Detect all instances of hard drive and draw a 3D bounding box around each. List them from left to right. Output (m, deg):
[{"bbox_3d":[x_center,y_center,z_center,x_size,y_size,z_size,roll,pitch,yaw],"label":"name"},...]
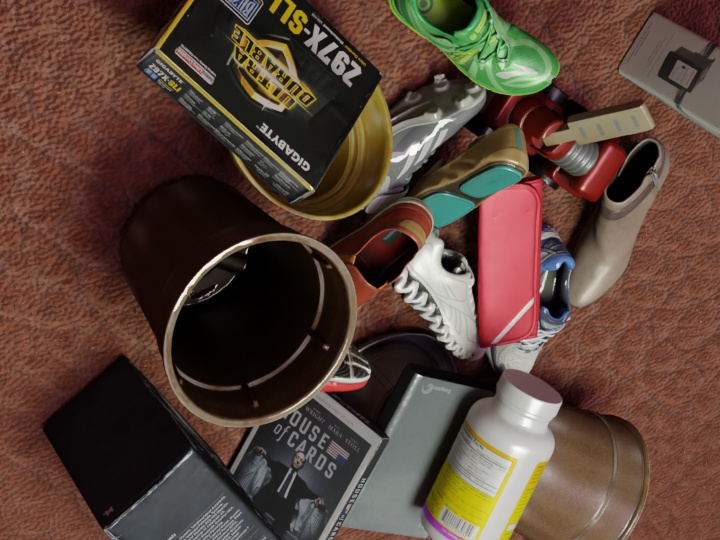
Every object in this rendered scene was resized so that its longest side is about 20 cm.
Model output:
[{"bbox_3d":[0.064,0.205,1.713,0.138,0.033,0.202,15,109,-38],"label":"hard drive"}]

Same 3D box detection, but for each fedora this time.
[{"bbox_3d":[0.053,0.170,1.767,0.176,0.090,0.201,-33,128,-10],"label":"fedora"}]

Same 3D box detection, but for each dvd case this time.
[{"bbox_3d":[-0.071,0.229,1.695,0.025,0.150,0.202,7,115,-60],"label":"dvd case"}]

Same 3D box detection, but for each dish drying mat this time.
[{"bbox_3d":[0.168,-0.007,1.704,0.076,0.018,0.202,-8,118,-12],"label":"dish drying mat"}]

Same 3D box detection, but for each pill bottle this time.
[{"bbox_3d":[0.149,0.214,1.681,0.103,0.104,0.202,13,111,-34],"label":"pill bottle"}]

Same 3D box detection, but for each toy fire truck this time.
[{"bbox_3d":[0.235,-0.144,1.631,0.175,0.200,0.129,30,100,-38],"label":"toy fire truck"}]

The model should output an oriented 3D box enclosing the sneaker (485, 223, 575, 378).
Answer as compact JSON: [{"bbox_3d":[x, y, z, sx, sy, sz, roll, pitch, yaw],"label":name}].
[{"bbox_3d":[0.204,0.052,1.795,0.076,0.085,0.202,-4,118,-28],"label":"sneaker"}]

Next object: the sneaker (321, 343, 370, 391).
[{"bbox_3d":[-0.088,0.116,1.658,0.197,0.077,0.086,1,128,-5],"label":"sneaker"}]

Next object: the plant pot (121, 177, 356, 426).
[{"bbox_3d":[-0.134,0.016,1.494,0.198,0.198,0.203,-13,121,-23],"label":"plant pot"}]

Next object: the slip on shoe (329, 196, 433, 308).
[{"bbox_3d":[0.000,0.000,1.627,0.074,0.061,0.200,41,121,-16],"label":"slip on shoe"}]

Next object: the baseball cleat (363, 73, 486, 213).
[{"bbox_3d":[0.050,-0.131,1.624,0.198,0.070,0.107,-26,133,-4],"label":"baseball cleat"}]

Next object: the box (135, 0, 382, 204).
[{"bbox_3d":[-0.091,-0.188,1.426,0.200,0.049,0.161,42,55,-18],"label":"box"}]

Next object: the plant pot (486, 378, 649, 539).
[{"bbox_3d":[0.213,0.237,1.844,0.197,0.200,0.202,27,101,-31],"label":"plant pot"}]

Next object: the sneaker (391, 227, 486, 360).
[{"bbox_3d":[0.101,0.029,1.721,0.081,0.075,0.200,-36,130,7],"label":"sneaker"}]

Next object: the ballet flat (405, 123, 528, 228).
[{"bbox_3d":[0.112,-0.100,1.633,0.068,0.199,0.064,22,61,-32],"label":"ballet flat"}]

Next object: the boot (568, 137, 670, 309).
[{"bbox_3d":[0.293,-0.061,1.756,0.202,0.070,0.146,-60,165,-10],"label":"boot"}]

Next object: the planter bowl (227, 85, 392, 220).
[{"bbox_3d":[-0.071,-0.138,1.506,0.198,0.083,0.203,10,71,-33],"label":"planter bowl"}]

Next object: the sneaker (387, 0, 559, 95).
[{"bbox_3d":[0.116,-0.238,1.546,0.198,0.084,0.075,28,94,-14],"label":"sneaker"}]

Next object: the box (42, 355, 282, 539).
[{"bbox_3d":[-0.203,0.229,1.580,0.124,0.200,0.197,-42,129,-5],"label":"box"}]

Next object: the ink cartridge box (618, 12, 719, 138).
[{"bbox_3d":[0.409,-0.195,1.704,0.144,0.200,0.084,24,103,-37],"label":"ink cartridge box"}]
